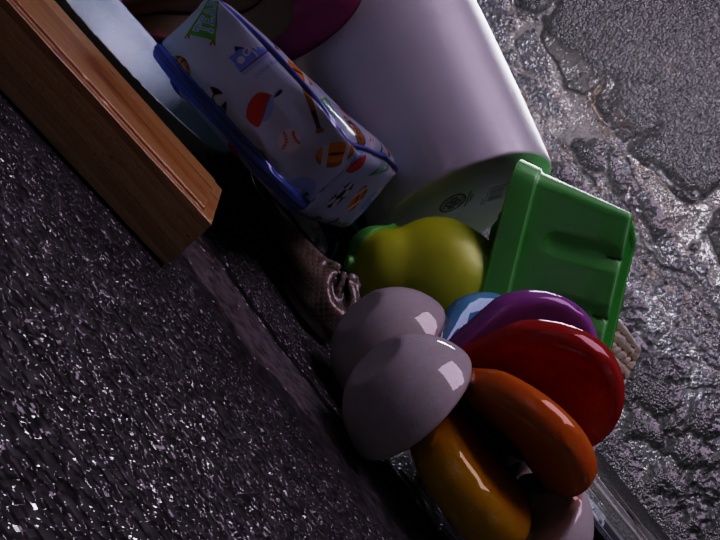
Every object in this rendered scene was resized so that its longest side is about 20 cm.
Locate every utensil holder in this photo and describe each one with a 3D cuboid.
[{"bbox_3d":[0.047,-0.138,0.921,0.201,0.169,0.170,69,13,19],"label":"utensil holder"}]

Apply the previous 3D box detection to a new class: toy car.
[{"bbox_3d":[0.083,0.079,0.670,0.175,0.150,0.200,48,7,-17],"label":"toy car"}]

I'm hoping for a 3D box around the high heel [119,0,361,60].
[{"bbox_3d":[-0.102,-0.198,0.852,0.096,0.199,0.068,31,44,-67],"label":"high heel"}]

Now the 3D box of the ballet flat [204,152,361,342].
[{"bbox_3d":[-0.056,-0.032,0.804,0.200,0.046,0.067,55,7,34],"label":"ballet flat"}]

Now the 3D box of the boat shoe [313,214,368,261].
[{"bbox_3d":[0.000,0.000,0.947,0.200,0.069,0.084,54,19,-8],"label":"boat shoe"}]

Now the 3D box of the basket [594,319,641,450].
[{"bbox_3d":[0.150,0.070,1.040,0.200,0.124,0.136,31,-3,31],"label":"basket"}]

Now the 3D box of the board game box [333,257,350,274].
[{"bbox_3d":[0.045,0.089,0.885,0.200,0.028,0.135,48,8,-23],"label":"board game box"}]

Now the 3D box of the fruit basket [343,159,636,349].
[{"bbox_3d":[0.093,0.020,0.839,0.216,0.215,0.155,52,7,18],"label":"fruit basket"}]

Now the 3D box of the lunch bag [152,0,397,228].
[{"bbox_3d":[-0.057,-0.107,0.769,0.160,0.076,0.200,45,5,10],"label":"lunch bag"}]

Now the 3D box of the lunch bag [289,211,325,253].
[{"bbox_3d":[0.022,-0.086,1.127,0.118,0.164,0.200,53,7,15],"label":"lunch bag"}]

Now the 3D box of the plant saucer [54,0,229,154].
[{"bbox_3d":[-0.166,-0.143,0.723,0.201,0.039,0.201,50,7,-8],"label":"plant saucer"}]

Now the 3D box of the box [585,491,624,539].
[{"bbox_3d":[0.197,0.237,0.991,0.200,0.050,0.158,53,7,26],"label":"box"}]

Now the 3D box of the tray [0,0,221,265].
[{"bbox_3d":[-0.153,-0.098,0.576,0.200,0.037,0.099,48,7,-14],"label":"tray"}]
